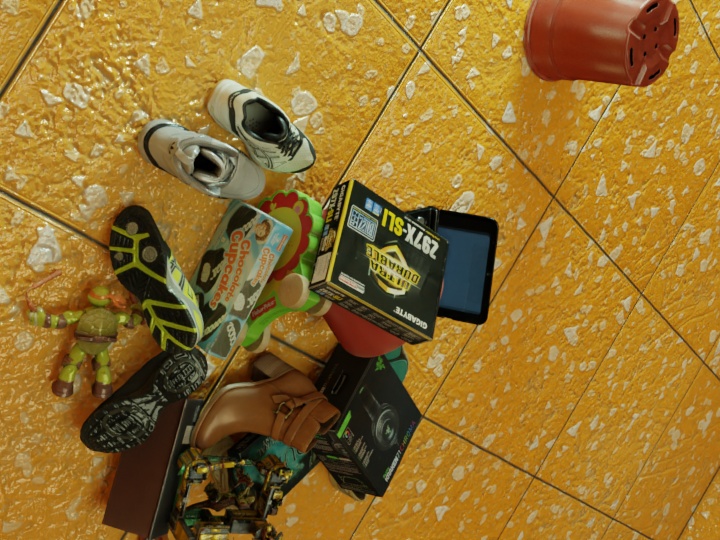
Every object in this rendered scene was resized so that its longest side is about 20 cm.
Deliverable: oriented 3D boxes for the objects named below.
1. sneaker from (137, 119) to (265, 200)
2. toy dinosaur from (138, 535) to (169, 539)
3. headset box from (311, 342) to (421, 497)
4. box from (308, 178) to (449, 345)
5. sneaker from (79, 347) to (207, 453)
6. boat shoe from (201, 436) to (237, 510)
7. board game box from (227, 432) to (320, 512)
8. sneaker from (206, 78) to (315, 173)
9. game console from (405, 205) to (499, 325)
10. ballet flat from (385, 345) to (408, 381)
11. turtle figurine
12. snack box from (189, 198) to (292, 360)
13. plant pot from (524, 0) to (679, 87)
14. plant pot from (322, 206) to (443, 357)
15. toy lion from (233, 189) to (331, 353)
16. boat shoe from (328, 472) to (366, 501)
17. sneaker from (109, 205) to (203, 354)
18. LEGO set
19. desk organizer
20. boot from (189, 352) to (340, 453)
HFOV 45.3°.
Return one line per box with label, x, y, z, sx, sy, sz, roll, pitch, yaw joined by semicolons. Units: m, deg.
sneaker;-0.185;-0.128;1.125;0.199;0.115;0.076;22;96;-45
toy dinosaur;-0.334;0.474;1.311;0.198;0.105;0.183;-13;99;-23
headset box;-0.003;0.241;1.434;0.175;0.092;0.201;-58;133;-34
box;0.031;-0.009;1.196;0.199;0.049;0.161;31;58;-32
sneaker;-0.296;0.172;1.186;0.199;0.091;0.076;-36;111;-7
boat shoe;-0.195;0.348;1.384;0.073;0.063;0.201;-39;131;-21
board game box;-0.131;0.296;1.384;0.200;0.028;0.137;-35;125;-50
sneaker;-0.120;-0.181;1.177;0.199;0.087;0.076;31;87;-47
game console;0.126;0.004;1.465;0.175;0.116;0.202;-15;119;-36
ballet flat;0.048;0.136;1.487;0.069;0.069;0.201;-34;151;-24
turtle figurine;-0.339;0.086;1.127;0.199;0.064;0.163;0;110;-42
snack box;-0.181;0.008;1.194;0.037;0.116;0.201;27;91;-45
plant pot;0.417;-0.403;1.469;0.200;0.195;0.203;-19;122;-33
plant pot;0.000;0.000;1.314;0.201;0.200;0.177;-49;124;-11
toy lion;-0.125;-0.008;1.214;0.199;0.193;0.068;-32;148;30
boat shoe;-0.032;0.325;1.517;0.073;0.063;0.202;-32;128;-26
sneaker;-0.266;0.012;1.130;0.075;0.076;0.202;-20;93;6
LEGO set;-0.176;0.341;1.229;0.199;0.116;0.155;21;95;-34
desk organizer;-0.298;0.275;1.245;0.072;0.076;0.202;44;59;-77
boot;-0.141;0.230;1.294;0.200;0.155;0.077;-39;156;-35
